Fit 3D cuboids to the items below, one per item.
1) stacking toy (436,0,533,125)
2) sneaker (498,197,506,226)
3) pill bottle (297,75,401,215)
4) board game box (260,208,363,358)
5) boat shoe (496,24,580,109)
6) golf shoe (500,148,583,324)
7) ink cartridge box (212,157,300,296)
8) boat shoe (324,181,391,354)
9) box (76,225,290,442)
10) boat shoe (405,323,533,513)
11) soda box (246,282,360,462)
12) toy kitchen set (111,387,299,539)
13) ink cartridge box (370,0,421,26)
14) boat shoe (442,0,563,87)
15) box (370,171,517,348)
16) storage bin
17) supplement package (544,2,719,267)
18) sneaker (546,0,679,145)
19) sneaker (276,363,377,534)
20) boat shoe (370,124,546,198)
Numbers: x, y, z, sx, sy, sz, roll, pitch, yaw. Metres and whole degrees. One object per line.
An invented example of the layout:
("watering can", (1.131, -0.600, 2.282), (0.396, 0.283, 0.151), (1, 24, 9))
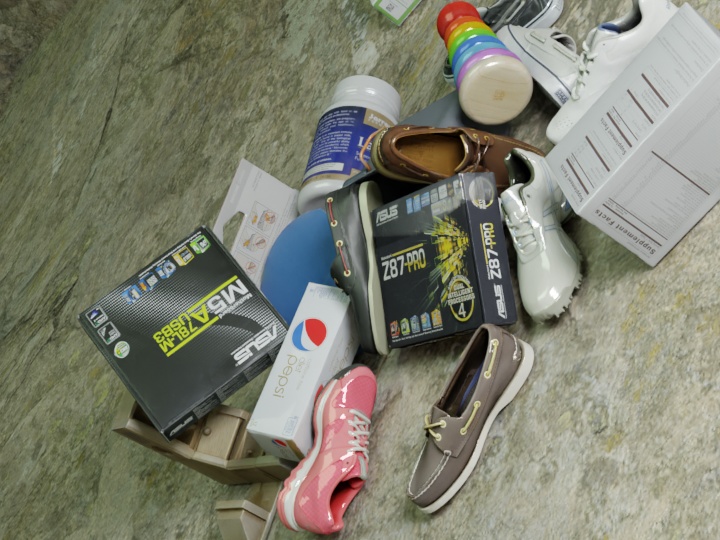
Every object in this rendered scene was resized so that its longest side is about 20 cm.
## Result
("stacking toy", (0.135, -0.253, 1.660), (0.085, 0.085, 0.200), (-47, 32, 22))
("sneaker", (0.104, -0.023, 1.617), (0.200, 0.075, 0.089), (-26, 54, 54))
("pill bottle", (-0.009, -0.151, 1.877), (0.116, 0.115, 0.201), (-28, 40, 46))
("board game box", (-0.038, 0.027, 1.781), (0.200, 0.039, 0.158), (44, 111, 32))
("boat shoe", (0.216, -0.247, 1.644), (0.066, 0.072, 0.200), (-42, 26, 9))
("golf shoe", (0.173, -0.039, 1.466), (0.078, 0.097, 0.201), (-34, 37, 36))
("ink cartridge box", (-0.124, -0.018, 1.865), (0.045, 0.176, 0.201), (-22, 43, 57))
("boat shoe", (0.001, 0.000, 1.645), (0.063, 0.074, 0.203), (-12, 80, 21))
("box", (-0.209, 0.073, 1.728), (0.200, 0.048, 0.193), (-36, 64, -10))
("boat shoe", (0.098, 0.148, 1.437), (0.201, 0.059, 0.072), (-58, 27, 1))
("soda box", (-0.058, 0.118, 1.661), (0.063, 0.068, 0.201), (10, 62, 26))
("toy kitchen set", (-0.183, 0.223, 1.711), (0.200, 0.180, 0.164), (-16, 50, 53))
("ink cartridge box", (0.091, -0.468, 2.105), (0.200, 0.059, 0.104), (-48, 28, 20))
("boat shoe", (0.163, -0.305, 1.792), (0.200, 0.071, 0.072), (-36, 34, 39))
("box", (0.086, -0.007, 1.539), (0.200, 0.049, 0.162), (-18, 77, 60))
("storage bin", (0.077, -0.132, 1.701), (0.200, 0.145, 0.135), (-26, 30, 47))
("supplement package", (0.288, -0.125, 1.336), (0.200, 0.113, 0.110), (-48, 29, 19))
("sneaker", (0.261, -0.215, 1.511), (0.200, 0.087, 0.075), (-49, 29, 21))
("sneaker", (-0.015, 0.203, 1.587), (0.087, 0.074, 0.201), (9, 72, 45))
("boat shoe", (0.113, -0.119, 1.548), (0.068, 0.199, 0.073), (170, 106, -78))
